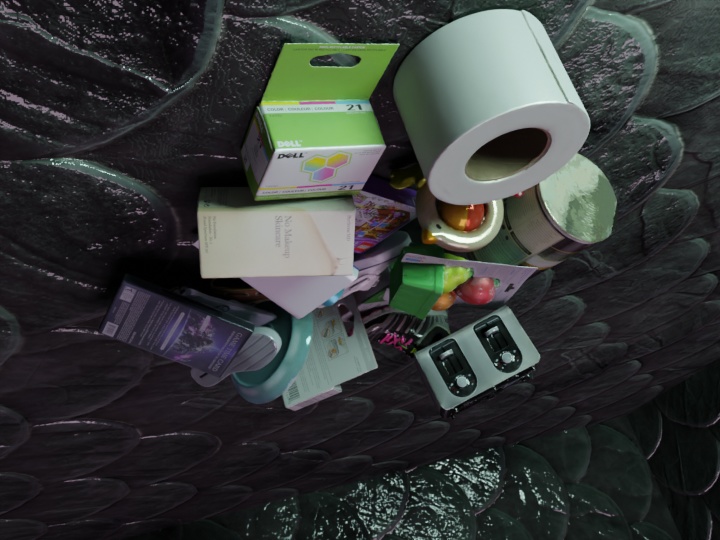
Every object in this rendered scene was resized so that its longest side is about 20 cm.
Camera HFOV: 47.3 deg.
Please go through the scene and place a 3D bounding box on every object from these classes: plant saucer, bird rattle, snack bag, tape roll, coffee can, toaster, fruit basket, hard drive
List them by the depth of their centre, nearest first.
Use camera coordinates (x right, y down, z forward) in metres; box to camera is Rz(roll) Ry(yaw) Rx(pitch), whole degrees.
[{"bbox_3d":[0.153,-0.190,0.984,0.202,0.139,0.203,-16,155,-7],"label":"tape roll"},{"bbox_3d":[0.141,-0.104,1.154,0.200,0.163,0.113,6,166,-26],"label":"bird rattle"},{"bbox_3d":[-0.120,-0.020,1.171,0.200,0.025,0.132,37,127,-25],"label":"hard drive"},{"bbox_3d":[0.272,-0.074,1.269,0.146,0.147,0.200,-4,162,-29],"label":"coffee can"},{"bbox_3d":[0.148,0.014,1.272,0.200,0.094,0.185,0,158,-9],"label":"fruit basket"},{"bbox_3d":[-0.266,0.083,1.304,0.188,0.021,0.200,-25,153,29],"label":"snack bag"},{"bbox_3d":[-0.157,0.119,1.356,0.200,0.200,0.027,-33,140,30],"label":"plant saucer"},{"bbox_3d":[0.194,0.159,1.380,0.181,0.119,0.200,-27,164,-2],"label":"toaster"}]

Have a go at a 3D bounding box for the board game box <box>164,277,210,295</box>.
[{"bbox_3d":[-0.302,0.083,1.368,0.135,0.035,0.200,-20,156,5],"label":"board game box"}]

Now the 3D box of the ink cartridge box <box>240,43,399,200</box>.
[{"bbox_3d":[-0.043,-0.170,0.962,0.148,0.076,0.200,-7,155,-25],"label":"ink cartridge box"}]

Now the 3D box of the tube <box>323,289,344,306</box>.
[{"bbox_3d":[-0.110,-0.016,1.217,0.077,0.050,0.200,-38,123,26],"label":"tube"}]

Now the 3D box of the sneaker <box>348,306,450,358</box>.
[{"bbox_3d":[0.078,0.113,1.431,0.200,0.088,0.074,-5,154,-29],"label":"sneaker"}]

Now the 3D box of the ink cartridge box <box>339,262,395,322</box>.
[{"bbox_3d":[0.059,0.032,1.458,0.147,0.083,0.200,-34,153,32],"label":"ink cartridge box"}]

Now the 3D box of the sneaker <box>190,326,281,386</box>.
[{"bbox_3d":[-0.196,0.123,1.315,0.200,0.071,0.073,-24,115,37],"label":"sneaker"}]

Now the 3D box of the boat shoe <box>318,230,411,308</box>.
[{"bbox_3d":[0.000,0.000,1.340,0.200,0.074,0.065,-23,118,19],"label":"boat shoe"}]

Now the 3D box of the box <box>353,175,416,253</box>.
[{"bbox_3d":[-0.018,-0.086,1.203,0.137,0.039,0.200,-33,152,31],"label":"box"}]

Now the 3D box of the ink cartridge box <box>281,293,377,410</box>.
[{"bbox_3d":[-0.070,0.112,1.391,0.176,0.200,0.045,-24,156,14],"label":"ink cartridge box"}]

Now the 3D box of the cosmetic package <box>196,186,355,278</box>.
[{"bbox_3d":[-0.109,-0.051,1.077,0.200,0.073,0.104,-1,121,-5],"label":"cosmetic package"}]

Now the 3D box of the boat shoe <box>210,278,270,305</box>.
[{"bbox_3d":[-0.135,0.009,1.283,0.200,0.072,0.068,-21,157,5],"label":"boat shoe"}]

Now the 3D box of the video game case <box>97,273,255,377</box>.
[{"bbox_3d":[-0.275,0.087,1.225,0.200,0.019,0.143,23,135,-17],"label":"video game case"}]
